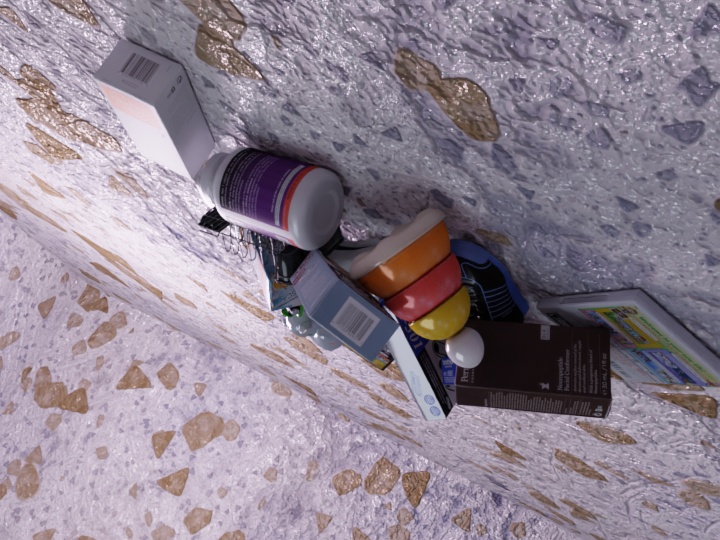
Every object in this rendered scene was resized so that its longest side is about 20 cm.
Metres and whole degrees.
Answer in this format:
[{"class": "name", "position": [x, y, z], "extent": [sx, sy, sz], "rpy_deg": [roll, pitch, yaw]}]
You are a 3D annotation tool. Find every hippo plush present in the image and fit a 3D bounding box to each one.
[{"class": "hippo plush", "position": [-0.053, 0.048, 1.230], "extent": [0.199, 0.162, 0.159], "rpy_deg": [37, 161, -24]}]

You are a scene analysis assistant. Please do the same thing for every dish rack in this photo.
[{"class": "dish rack", "position": [-0.141, -0.063, 1.094], "extent": [0.198, 0.153, 0.055], "rpy_deg": [19, 129, 25]}]

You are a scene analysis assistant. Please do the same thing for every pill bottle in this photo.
[{"class": "pill bottle", "position": [-0.128, -0.107, 1.010], "extent": [0.198, 0.113, 0.113], "rpy_deg": [20, 160, 28]}]

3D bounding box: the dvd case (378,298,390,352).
[{"class": "dvd case", "position": [0.120, 0.092, 1.166], "extent": [0.197, 0.025, 0.152], "rpy_deg": [15, 125, 26]}]

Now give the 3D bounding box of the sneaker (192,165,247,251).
[{"class": "sneaker", "position": [-0.223, -0.112, 1.232], "extent": [0.091, 0.076, 0.201], "rpy_deg": [27, 156, 31]}]

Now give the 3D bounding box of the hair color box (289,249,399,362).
[{"class": "hair color box", "position": [-0.026, 0.038, 0.930], "extent": [0.099, 0.061, 0.200], "rpy_deg": [38, -178, -17]}]

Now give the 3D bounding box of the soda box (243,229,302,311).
[{"class": "soda box", "position": [-0.136, -0.024, 1.137], "extent": [0.201, 0.067, 0.064], "rpy_deg": [-120, 24, -50]}]

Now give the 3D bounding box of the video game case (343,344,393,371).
[{"class": "video game case", "position": [-0.016, 0.120, 1.413], "extent": [0.198, 0.026, 0.181], "rpy_deg": [33, 160, 2]}]

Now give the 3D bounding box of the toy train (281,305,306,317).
[{"class": "toy train", "position": [-0.127, 0.010, 1.188], "extent": [0.056, 0.042, 0.201], "rpy_deg": [0, -146, -28]}]

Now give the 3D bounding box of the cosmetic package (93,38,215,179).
[{"class": "cosmetic package", "position": [-0.284, -0.221, 1.012], "extent": [0.100, 0.072, 0.200], "rpy_deg": [25, 162, 12]}]

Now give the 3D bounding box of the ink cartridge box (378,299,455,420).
[{"class": "ink cartridge box", "position": [0.093, 0.121, 1.111], "extent": [0.044, 0.094, 0.202], "rpy_deg": [-17, 107, 38]}]

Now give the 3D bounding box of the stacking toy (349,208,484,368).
[{"class": "stacking toy", "position": [0.091, 0.037, 0.912], "extent": [0.201, 0.145, 0.146], "rpy_deg": [56, 159, -3]}]

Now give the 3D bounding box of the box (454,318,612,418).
[{"class": "box", "position": [0.226, 0.128, 0.945], "extent": [0.196, 0.101, 0.075], "rpy_deg": [2, 149, 13]}]

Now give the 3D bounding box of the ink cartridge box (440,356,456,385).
[{"class": "ink cartridge box", "position": [0.230, 0.144, 1.080], "extent": [0.197, 0.045, 0.094], "rpy_deg": [-1, 172, -22]}]

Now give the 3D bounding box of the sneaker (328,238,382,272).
[{"class": "sneaker", "position": [0.000, 0.000, 1.117], "extent": [0.197, 0.081, 0.077], "rpy_deg": [-1, 144, 29]}]

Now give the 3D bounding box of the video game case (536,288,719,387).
[{"class": "video game case", "position": [0.359, 0.092, 0.943], "extent": [0.199, 0.022, 0.181], "rpy_deg": [37, 161, -18]}]

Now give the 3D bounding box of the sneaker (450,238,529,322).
[{"class": "sneaker", "position": [0.171, 0.038, 0.993], "extent": [0.070, 0.079, 0.200], "rpy_deg": [9, 153, 47]}]
